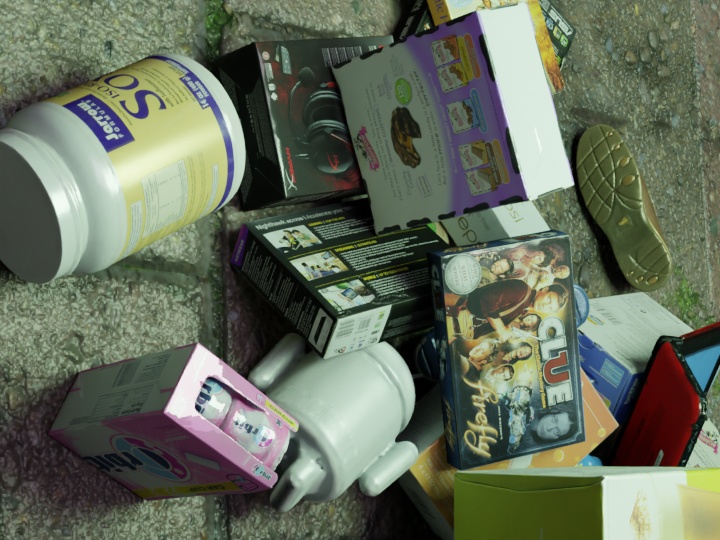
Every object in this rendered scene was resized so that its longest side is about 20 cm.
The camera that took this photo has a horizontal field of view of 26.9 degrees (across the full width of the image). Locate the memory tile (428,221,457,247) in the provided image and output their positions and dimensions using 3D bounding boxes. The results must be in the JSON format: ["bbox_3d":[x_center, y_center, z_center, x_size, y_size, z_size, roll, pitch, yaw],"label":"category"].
[{"bbox_3d":[0.124,-0.047,1.581,0.199,0.017,0.154,-7,65,-42],"label":"memory tile"}]

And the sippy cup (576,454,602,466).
[{"bbox_3d":[0.206,0.259,1.550,0.138,0.178,0.132,0,76,-18],"label":"sippy cup"}]

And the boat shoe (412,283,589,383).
[{"bbox_3d":[0.140,0.067,1.565,0.198,0.072,0.073,-17,96,-16],"label":"boat shoe"}]

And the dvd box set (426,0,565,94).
[{"bbox_3d":[0.138,-0.268,1.603,0.146,0.029,0.202,-24,99,-41],"label":"dvd box set"}]

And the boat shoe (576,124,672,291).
[{"bbox_3d":[0.307,-0.072,1.756,0.202,0.071,0.068,68,16,2],"label":"boat shoe"}]

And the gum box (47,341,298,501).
[{"bbox_3d":[-0.151,0.126,1.219,0.113,0.199,0.067,39,58,-26],"label":"gum box"}]

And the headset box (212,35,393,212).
[{"bbox_3d":[-0.033,-0.146,1.460,0.199,0.075,0.151,-9,88,-42],"label":"headset box"}]

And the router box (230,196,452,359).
[{"bbox_3d":[0.000,0.000,1.420,0.199,0.051,0.149,-13,46,-41],"label":"router box"}]

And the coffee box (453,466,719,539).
[{"bbox_3d":[0.217,0.277,1.340,0.196,0.199,0.202,3,83,-36],"label":"coffee box"}]

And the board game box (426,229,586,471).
[{"bbox_3d":[0.137,0.072,1.398,0.134,0.035,0.203,-10,101,-20],"label":"board game box"}]

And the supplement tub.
[{"bbox_3d":[-0.209,-0.085,1.248,0.199,0.145,0.147,-31,102,-41],"label":"supplement tub"}]

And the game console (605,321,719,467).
[{"bbox_3d":[0.337,0.171,1.558,0.117,0.202,0.173,6,31,-15],"label":"game console"}]

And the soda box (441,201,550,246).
[{"bbox_3d":[0.117,-0.079,1.535,0.063,0.068,0.201,-23,76,-45],"label":"soda box"}]

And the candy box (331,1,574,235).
[{"bbox_3d":[0.080,-0.134,1.372,0.071,0.199,0.170,-19,95,-42],"label":"candy box"}]

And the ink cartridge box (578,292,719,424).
[{"bbox_3d":[0.278,0.095,1.637,0.199,0.136,0.077,-4,124,-42],"label":"ink cartridge box"}]

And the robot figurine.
[{"bbox_3d":[-0.025,0.133,1.386,0.170,0.113,0.200,44,52,5],"label":"robot figurine"}]

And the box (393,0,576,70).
[{"bbox_3d":[0.140,-0.254,1.653,0.200,0.047,0.194,41,60,-29],"label":"box"}]

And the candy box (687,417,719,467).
[{"bbox_3d":[0.351,0.255,1.724,0.137,0.061,0.201,49,55,-23],"label":"candy box"}]

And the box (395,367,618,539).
[{"bbox_3d":[0.132,0.162,1.480,0.200,0.097,0.125,-40,109,-12],"label":"box"}]
